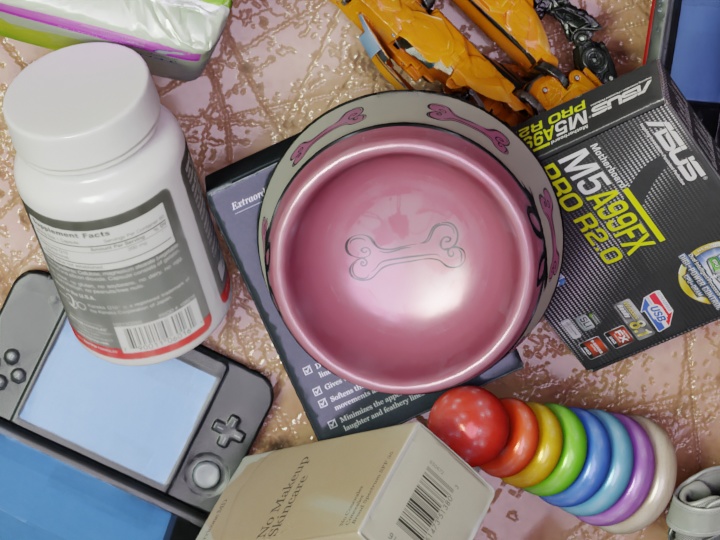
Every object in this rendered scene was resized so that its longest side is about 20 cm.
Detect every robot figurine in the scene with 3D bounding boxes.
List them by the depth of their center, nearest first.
[{"bbox_3d":[0.081,-0.152,1.688,0.200,0.058,0.145,45,67,-9],"label":"robot figurine"}]

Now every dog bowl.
[{"bbox_3d":[0.029,-0.011,1.579,0.200,0.074,0.200,1,106,5],"label":"dog bowl"}]

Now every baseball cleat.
[{"bbox_3d":[0.223,0.208,1.744,0.200,0.070,0.106,-47,130,-6],"label":"baseball cleat"}]

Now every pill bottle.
[{"bbox_3d":[-0.160,-0.044,1.622,0.114,0.114,0.200,-17,132,-2],"label":"pill bottle"}]

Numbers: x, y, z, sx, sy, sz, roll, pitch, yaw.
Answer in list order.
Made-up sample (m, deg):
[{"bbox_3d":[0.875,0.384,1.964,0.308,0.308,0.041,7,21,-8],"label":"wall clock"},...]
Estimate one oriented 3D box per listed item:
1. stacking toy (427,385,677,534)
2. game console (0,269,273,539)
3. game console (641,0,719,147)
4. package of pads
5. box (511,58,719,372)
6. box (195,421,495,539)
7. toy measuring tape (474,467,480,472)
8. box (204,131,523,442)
[{"bbox_3d":[0.122,0.123,1.680,0.200,0.085,0.085,17,97,-42],"label":"stacking toy"},{"bbox_3d":[-0.178,0.120,1.686,0.200,0.116,0.176,26,95,-8],"label":"game console"},{"bbox_3d":[0.282,-0.164,1.682,0.119,0.172,0.200,12,98,32],"label":"game console"},{"bbox_3d":[-0.187,-0.183,1.625,0.200,0.155,0.068,16,85,-6],"label":"package of pads"},{"bbox_3d":[0.175,-0.032,1.661,0.160,0.044,0.200,-23,130,21],"label":"box"},{"bbox_3d":[-0.015,0.167,1.623,0.078,0.200,0.095,43,57,-22],"label":"box"},{"bbox_3d":[0.061,0.177,1.696,0.074,0.200,0.074,11,126,16],"label":"toy measuring tape"},{"bbox_3d":[0.000,0.000,1.689,0.148,0.107,0.200,-24,100,-1],"label":"box"}]
